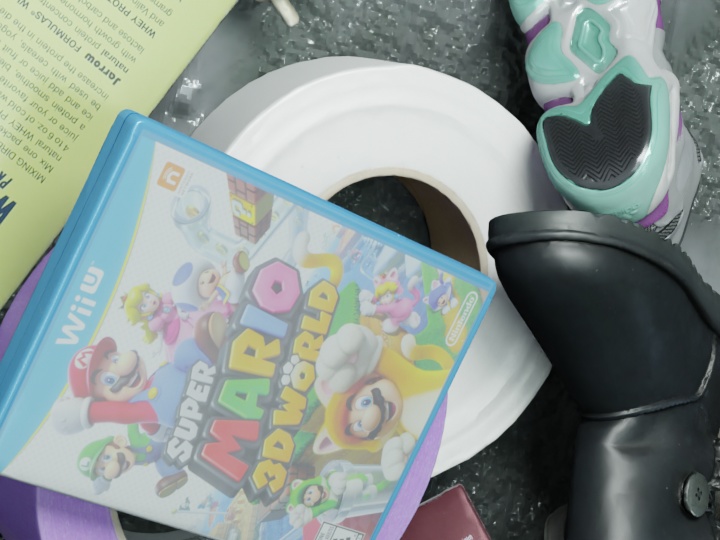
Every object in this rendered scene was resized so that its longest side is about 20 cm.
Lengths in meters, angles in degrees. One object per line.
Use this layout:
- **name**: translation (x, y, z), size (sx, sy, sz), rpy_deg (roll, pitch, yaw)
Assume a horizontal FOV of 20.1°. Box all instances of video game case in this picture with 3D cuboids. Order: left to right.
- **video game case**: translation (-0.045, 0.037, 0.810), size (0.199, 0.018, 0.144), rpy_deg (23, 94, -39)

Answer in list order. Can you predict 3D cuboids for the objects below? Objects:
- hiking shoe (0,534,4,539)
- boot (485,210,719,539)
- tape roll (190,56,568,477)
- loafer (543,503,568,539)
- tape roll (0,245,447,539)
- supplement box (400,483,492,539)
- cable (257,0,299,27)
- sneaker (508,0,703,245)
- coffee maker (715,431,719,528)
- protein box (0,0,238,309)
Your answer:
- **hiking shoe**: translation (-0.122, 0.209, 0.951), size (0.075, 0.101, 0.201), rpy_deg (-36, 109, -10)
- **boot**: translation (0.118, 0.078, 0.930), size (0.200, 0.076, 0.170), rpy_deg (32, 59, -50)
- **tape roll**: translation (0.000, 0.000, 0.977), size (0.200, 0.071, 0.205), rpy_deg (-4, 101, -20)
- **loafer**: translation (0.155, 0.199, 1.016), size (0.070, 0.070, 0.201), rpy_deg (1, 55, -45)
- **tape roll**: translation (-0.060, 0.063, 0.863), size (0.199, 0.065, 0.202), rpy_deg (-15, 117, -32)
- **supplement box**: translation (0.047, 0.218, 0.973), size (0.108, 0.061, 0.201), rpy_deg (-25, 70, -6)
- **cable**: translation (-0.077, -0.207, 0.925), size (0.200, 0.050, 0.097), rpy_deg (38, 84, -22)
- **sneaker**: translation (0.125, -0.088, 1.004), size (0.077, 0.140, 0.202), rpy_deg (-8, 60, 18)
- **coffee maker**: translation (0.253, 0.067, 1.008), size (0.133, 0.200, 0.194), rpy_deg (10, 96, -21)
- **protein box**: translation (-0.190, -0.115, 0.855), size (0.198, 0.135, 0.201), rpy_deg (39, 85, -22)
